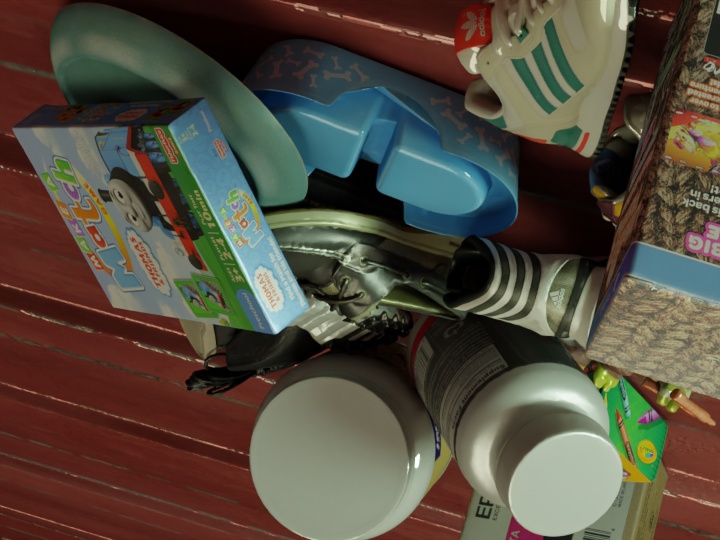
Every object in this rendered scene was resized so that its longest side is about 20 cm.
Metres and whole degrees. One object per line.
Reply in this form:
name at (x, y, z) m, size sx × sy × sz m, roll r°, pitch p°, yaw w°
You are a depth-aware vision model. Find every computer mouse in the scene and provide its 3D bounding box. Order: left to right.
computer mouse at (-0.051, 0.053, 1.241) m, size 0.053 × 0.138 × 0.200 m, roll 59°, pitch 144°, yaw 12°

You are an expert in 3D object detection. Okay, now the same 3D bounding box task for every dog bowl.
dog bowl at (0.012, -0.086, 0.975) m, size 0.198 × 0.050 × 0.112 m, roll 21°, pitch 156°, yaw -2°

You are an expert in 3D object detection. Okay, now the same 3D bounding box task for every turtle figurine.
turtle figurine at (0.229, 0.069, 1.106) m, size 0.160 × 0.065 × 0.199 m, roll 6°, pitch -175°, yaw 40°

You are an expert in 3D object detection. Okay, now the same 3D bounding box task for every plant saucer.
plant saucer at (-0.125, -0.094, 0.990) m, size 0.199 × 0.028 × 0.200 m, roll 29°, pitch 159°, yaw 12°

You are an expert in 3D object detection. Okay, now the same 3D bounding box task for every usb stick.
usb stick at (-0.056, -0.072, 1.075) m, size 0.198 × 0.033 × 0.056 m, roll 20°, pitch 155°, yaw -3°

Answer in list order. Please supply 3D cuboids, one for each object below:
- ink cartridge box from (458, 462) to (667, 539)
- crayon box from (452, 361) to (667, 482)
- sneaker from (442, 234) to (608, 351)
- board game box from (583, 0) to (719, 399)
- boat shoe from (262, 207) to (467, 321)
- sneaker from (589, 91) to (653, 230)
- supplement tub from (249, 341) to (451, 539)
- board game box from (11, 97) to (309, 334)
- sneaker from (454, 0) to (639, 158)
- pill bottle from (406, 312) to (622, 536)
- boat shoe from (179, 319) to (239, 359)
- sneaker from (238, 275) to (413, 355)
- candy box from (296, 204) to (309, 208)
ink cartridge box at (0.176, 0.251, 1.379) m, size 0.163 × 0.201 × 0.075 m, roll 6°, pitch 153°, yaw 25°
crayon box at (0.149, 0.129, 1.315) m, size 0.199 × 0.059 × 0.119 m, roll -2°, pitch 149°, yaw 39°
sneaker at (0.120, 0.007, 1.026) m, size 0.114 × 0.076 × 0.200 m, roll 20°, pitch -179°, yaw 12°
board game box at (0.215, -0.040, 0.736) m, size 0.158 × 0.201 × 0.097 m, roll 18°, pitch 156°, yaw 4°
boat shoe at (0.000, 0.000, 1.035) m, size 0.199 × 0.067 × 0.072 m, roll 6°, pitch 165°, yaw -34°
sneaker at (0.176, -0.044, 0.904) m, size 0.089 × 0.075 × 0.201 m, roll 7°, pitch 147°, yaw 0°
supplement tub at (-0.004, 0.133, 1.208) m, size 0.144 × 0.147 × 0.200 m, roll 15°, pitch -174°, yaw 10°
board game box at (-0.134, -0.037, 0.986) m, size 0.199 × 0.037 × 0.152 m, roll 6°, pitch 129°, yaw 51°
sneaker at (0.095, -0.126, 0.801) m, size 0.093 × 0.071 × 0.200 m, roll 10°, pitch 158°, yaw 5°
pill bottle at (0.109, 0.098, 1.072) m, size 0.110 × 0.111 × 0.200 m, roll 32°, pitch -166°, yaw -27°
boat shoe at (-0.107, 0.006, 1.213) m, size 0.073 × 0.062 × 0.200 m, roll 58°, pitch 159°, yaw 17°
sneaker at (-0.031, 0.004, 1.113) m, size 0.066 × 0.091 × 0.199 m, roll -27°, pitch 153°, yaw 33°
candy box at (-0.119, -0.038, 1.201) m, size 0.102 × 0.027 × 0.200 m, roll 28°, pitch 155°, yaw -17°
